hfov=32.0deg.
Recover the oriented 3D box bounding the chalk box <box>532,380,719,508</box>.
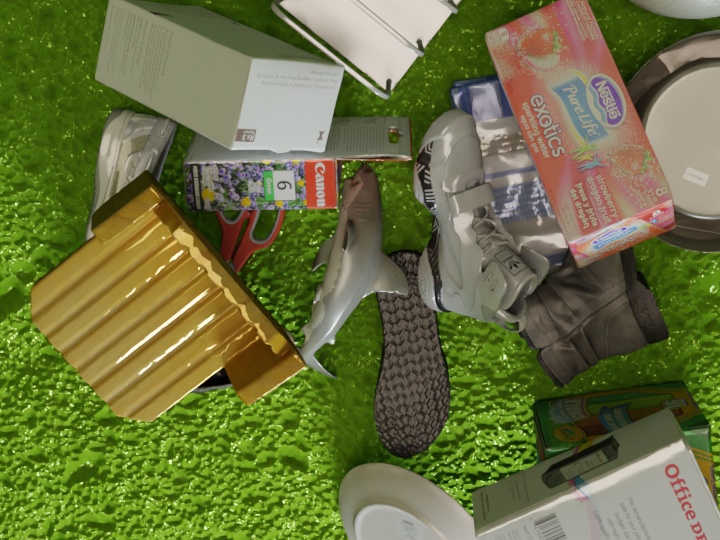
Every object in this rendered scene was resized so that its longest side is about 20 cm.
[{"bbox_3d":[0.230,0.194,1.206,0.198,0.125,0.125,-8,106,3],"label":"chalk box"}]

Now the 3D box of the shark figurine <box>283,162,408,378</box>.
[{"bbox_3d":[-0.005,0.021,1.170,0.089,0.128,0.216,16,107,-12],"label":"shark figurine"}]

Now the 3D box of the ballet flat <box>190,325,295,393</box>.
[{"bbox_3d":[-0.155,0.095,1.213,0.198,0.057,0.067,-14,107,16],"label":"ballet flat"}]

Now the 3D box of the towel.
[{"bbox_3d":[0.166,-0.090,1.182,0.145,0.024,0.202,-9,105,4],"label":"towel"}]

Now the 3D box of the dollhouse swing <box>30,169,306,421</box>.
[{"bbox_3d":[-0.185,0.048,1.096,0.175,0.182,0.200,-40,105,-3],"label":"dollhouse swing"}]

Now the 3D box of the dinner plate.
[{"bbox_3d":[0.053,0.275,1.224,0.199,0.024,0.202,23,133,27],"label":"dinner plate"}]

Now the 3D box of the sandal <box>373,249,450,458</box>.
[{"bbox_3d":[0.050,0.081,1.227,0.075,0.048,0.203,0,93,3],"label":"sandal"}]

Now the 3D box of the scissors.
[{"bbox_3d":[-0.125,0.003,1.222,0.072,0.014,0.202,14,104,-3],"label":"scissors"}]

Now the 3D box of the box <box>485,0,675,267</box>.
[{"bbox_3d":[0.188,-0.119,1.072,0.094,0.103,0.202,-23,73,10],"label":"box"}]

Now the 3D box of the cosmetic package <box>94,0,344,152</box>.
[{"bbox_3d":[-0.124,-0.169,1.073,0.199,0.112,0.082,26,111,36],"label":"cosmetic package"}]

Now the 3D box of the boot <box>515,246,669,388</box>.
[{"bbox_3d":[0.191,0.004,1.161,0.131,0.070,0.201,-23,97,11],"label":"boot"}]

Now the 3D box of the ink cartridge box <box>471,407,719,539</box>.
[{"bbox_3d":[0.216,0.234,1.110,0.199,0.086,0.149,-25,103,8],"label":"ink cartridge box"}]

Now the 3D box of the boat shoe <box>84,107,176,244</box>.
[{"bbox_3d":[-0.217,-0.048,1.183,0.064,0.074,0.204,10,99,5],"label":"boat shoe"}]

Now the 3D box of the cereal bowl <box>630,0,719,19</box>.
[{"bbox_3d":[0.276,-0.309,1.048,0.198,0.083,0.202,8,108,27],"label":"cereal bowl"}]

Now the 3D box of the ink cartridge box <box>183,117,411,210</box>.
[{"bbox_3d":[-0.053,-0.097,1.133,0.198,0.109,0.051,-1,116,2],"label":"ink cartridge box"}]

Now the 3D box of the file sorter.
[{"bbox_3d":[0.033,-0.269,1.085,0.138,0.125,0.200,37,103,-8],"label":"file sorter"}]

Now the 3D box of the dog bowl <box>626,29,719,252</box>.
[{"bbox_3d":[0.321,-0.121,1.149,0.198,0.059,0.202,1,105,3],"label":"dog bowl"}]

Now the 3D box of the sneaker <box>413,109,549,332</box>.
[{"bbox_3d":[0.111,-0.040,1.125,0.114,0.075,0.202,25,127,40],"label":"sneaker"}]
